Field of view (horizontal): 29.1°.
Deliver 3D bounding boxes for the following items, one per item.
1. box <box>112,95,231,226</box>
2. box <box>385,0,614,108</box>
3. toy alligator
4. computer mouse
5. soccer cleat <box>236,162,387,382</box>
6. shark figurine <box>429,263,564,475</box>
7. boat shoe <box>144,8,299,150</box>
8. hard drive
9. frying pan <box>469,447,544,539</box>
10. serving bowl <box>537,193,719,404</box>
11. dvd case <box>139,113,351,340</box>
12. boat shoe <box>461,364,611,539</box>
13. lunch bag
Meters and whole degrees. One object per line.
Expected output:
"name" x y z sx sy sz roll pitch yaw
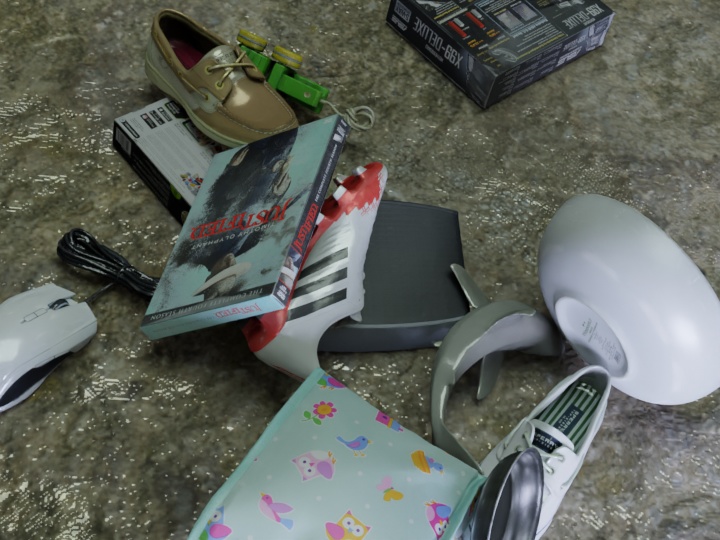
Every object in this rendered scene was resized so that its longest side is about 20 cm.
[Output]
"box" -0.127 -0.083 1.269 0.109 0.035 0.200 -27 62 -32
"box" 0.151 -0.273 1.490 0.199 0.050 0.158 -31 64 -33
"toy alligator" -0.071 -0.183 1.358 0.198 0.060 0.054 26 9 8
"computer mouse" -0.253 0.041 1.127 0.109 0.044 0.200 35 51 14
"soccer cleat" -0.023 0.000 1.138 0.085 0.068 0.201 40 62 -18
"shark figurine" 0.107 0.066 1.142 0.129 0.089 0.214 57 45 -11
"boat shoe" -0.131 -0.174 1.266 0.199 0.067 0.074 35 50 29
"hard drive" 0.000 0.000 1.200 0.197 0.042 0.137 0 72 -17
"frying pan" 0.105 0.223 1.033 0.031 0.193 0.115 12 13 25
"serving bowl" 0.216 0.037 1.160 0.066 0.201 0.200 -38 67 -18
"dvd case" -0.093 -0.037 1.144 0.145 0.022 0.202 -13 44 35
"boat shoe" 0.143 0.147 1.124 0.073 0.067 0.200 29 50 11
"lunch bag" -0.024 0.199 1.004 0.169 0.123 0.200 30 44 11
